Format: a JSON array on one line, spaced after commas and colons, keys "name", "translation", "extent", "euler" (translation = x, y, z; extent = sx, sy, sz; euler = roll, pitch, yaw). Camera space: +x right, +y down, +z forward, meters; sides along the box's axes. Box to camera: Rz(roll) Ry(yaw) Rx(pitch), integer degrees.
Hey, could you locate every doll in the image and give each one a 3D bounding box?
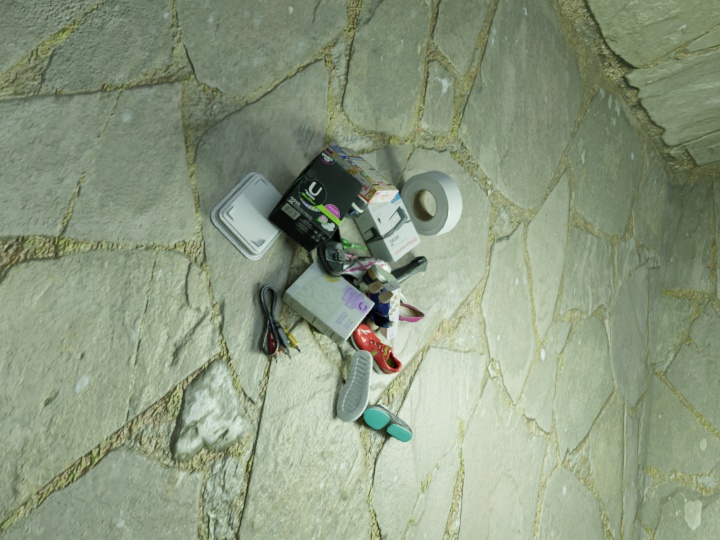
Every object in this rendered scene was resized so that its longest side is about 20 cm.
[{"name": "doll", "translation": [0.045, 0.105, 1.484], "extent": [0.048, 0.200, 0.136], "euler": [-36, 65, -24]}]

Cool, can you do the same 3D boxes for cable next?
[{"name": "cable", "translation": [-0.228, 0.140, 1.352], "extent": [0.097, 0.050, 0.200], "euler": [-22, 83, -23]}]

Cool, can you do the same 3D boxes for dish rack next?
[{"name": "dish rack", "translation": [-0.266, -0.146, 1.361], "extent": [0.172, 0.044, 0.200], "euler": [49, 54, -21]}]

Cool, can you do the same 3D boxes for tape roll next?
[{"name": "tape roll", "translation": [0.222, -0.211, 1.677], "extent": [0.071, 0.202, 0.203], "euler": [-19, 94, -41]}]

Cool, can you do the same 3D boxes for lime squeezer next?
[{"name": "lime squeezer", "translation": [-0.037, -0.068, 1.505], "extent": [0.071, 0.200, 0.038], "euler": [26, 94, 9]}]

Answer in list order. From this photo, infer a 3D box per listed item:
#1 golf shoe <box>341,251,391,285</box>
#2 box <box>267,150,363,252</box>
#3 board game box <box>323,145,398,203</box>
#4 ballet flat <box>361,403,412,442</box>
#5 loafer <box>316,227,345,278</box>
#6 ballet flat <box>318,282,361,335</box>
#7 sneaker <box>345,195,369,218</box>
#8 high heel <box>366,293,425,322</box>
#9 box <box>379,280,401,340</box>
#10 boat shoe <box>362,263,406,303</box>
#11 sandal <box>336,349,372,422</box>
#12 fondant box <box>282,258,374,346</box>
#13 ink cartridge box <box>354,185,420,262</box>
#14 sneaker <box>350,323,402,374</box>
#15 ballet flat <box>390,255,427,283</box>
[{"name": "golf shoe", "translation": [0.000, 0.000, 1.541], "extent": [0.200, 0.073, 0.092], "euler": [8, 86, -31]}, {"name": "box", "translation": [-0.114, -0.180, 1.376], "extent": [0.149, 0.124, 0.200], "euler": [40, 56, -16]}, {"name": "board game box", "translation": [-0.001, -0.275, 1.509], "extent": [0.200, 0.046, 0.151], "euler": [45, 25, 15]}, {"name": "ballet flat", "translation": [0.070, 0.428, 1.517], "extent": [0.200, 0.073, 0.073], "euler": [38, 59, -27]}, {"name": "loafer", "translation": [-0.079, -0.074, 1.440], "extent": [0.072, 0.063, 0.200], "euler": [12, 47, -31]}, {"name": "ballet flat", "translation": [-0.040, 0.107, 1.483], "extent": [0.072, 0.072, 0.200], "euler": [54, 53, -19]}, {"name": "sneaker", "translation": [-0.072, -0.227, 1.523], "extent": [0.200, 0.112, 0.073], "euler": [43, 22, 11]}, {"name": "high heel", "translation": [0.097, 0.112, 1.577], "extent": [0.200, 0.096, 0.067], "euler": [30, 64, -32]}, {"name": "box", "translation": [0.085, 0.116, 1.521], "extent": [0.039, 0.041, 0.200], "euler": [-22, 135, -24]}, {"name": "boat shoe", "translation": [0.072, 0.047, 1.535], "extent": [0.200, 0.062, 0.075], "euler": [38, 23, -49]}, {"name": "sandal", "translation": [-0.006, 0.325, 1.476], "extent": [0.050, 0.082, 0.203], "euler": [68, 39, -69]}, {"name": "fondant box", "translation": [-0.084, 0.083, 1.404], "extent": [0.200, 0.058, 0.144], "euler": [39, 55, 3]}, {"name": "ink cartridge box", "translation": [0.079, -0.138, 1.619], "extent": [0.145, 0.084, 0.200], "euler": [-36, 105, -38]}, {"name": "sneaker", "translation": [0.053, 0.222, 1.526], "extent": [0.200, 0.085, 0.077], "euler": [49, 54, -22]}, {"name": "ballet flat", "translation": [0.148, 0.014, 1.662], "extent": [0.200, 0.066, 0.057], "euler": [-30, 117, -37]}]
